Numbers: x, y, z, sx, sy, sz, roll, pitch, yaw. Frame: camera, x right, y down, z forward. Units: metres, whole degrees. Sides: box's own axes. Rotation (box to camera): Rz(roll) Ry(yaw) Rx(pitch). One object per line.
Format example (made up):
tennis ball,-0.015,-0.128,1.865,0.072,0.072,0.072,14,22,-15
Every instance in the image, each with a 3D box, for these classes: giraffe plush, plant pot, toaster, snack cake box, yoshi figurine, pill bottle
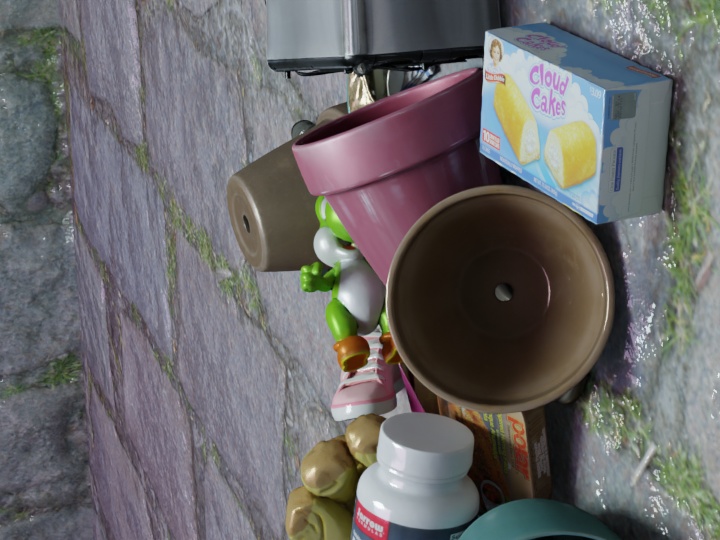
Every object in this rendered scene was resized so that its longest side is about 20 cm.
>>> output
giraffe plush,0.014,0.226,1.566,0.200,0.172,0.162,52,-174,-21
plant pot,0.057,-0.077,1.437,0.179,0.200,0.200,67,161,-11
plant pot,0.127,0.023,1.331,0.093,0.200,0.201,-18,-81,-80
toaster,0.024,-0.247,1.414,0.200,0.180,0.119,11,108,59
snack cake box,0.177,-0.129,1.253,0.200,0.067,0.115,-138,42,-57
plant pot,-0.053,-0.079,1.675,0.200,0.174,0.201,163,90,-71
plant pot,0.160,0.295,1.321,0.161,0.200,0.201,-103,8,-76
yoshi figurine,-0.002,-0.006,1.523,0.112,0.112,0.200,-28,63,26
pill bottle,0.051,0.245,1.426,0.120,0.119,0.201,-140,52,-59

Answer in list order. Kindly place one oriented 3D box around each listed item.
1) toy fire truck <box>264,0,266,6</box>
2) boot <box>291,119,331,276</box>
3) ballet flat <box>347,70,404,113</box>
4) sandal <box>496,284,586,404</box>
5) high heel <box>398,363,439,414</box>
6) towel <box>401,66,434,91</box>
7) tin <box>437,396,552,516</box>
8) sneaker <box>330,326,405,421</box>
toy fire truck,-0.059,-0.404,1.677,0.200,0.128,0.176,69,164,2
boot,-0.044,-0.091,1.858,0.131,0.068,0.201,-166,69,-78
ballet flat,0.016,-0.249,1.569,0.065,0.070,0.201,1,104,41
sandal,0.148,0.060,1.420,0.200,0.054,0.082,52,146,41
high heel,0.068,0.084,1.617,0.096,0.067,0.200,-124,16,-65
towel,0.026,-0.254,1.640,0.200,0.024,0.147,145,114,-67
tin,0.131,0.162,1.433,0.112,0.042,0.200,24,134,43
sneaker,0.004,0.104,1.682,0.200,0.075,0.105,-39,-62,-75
